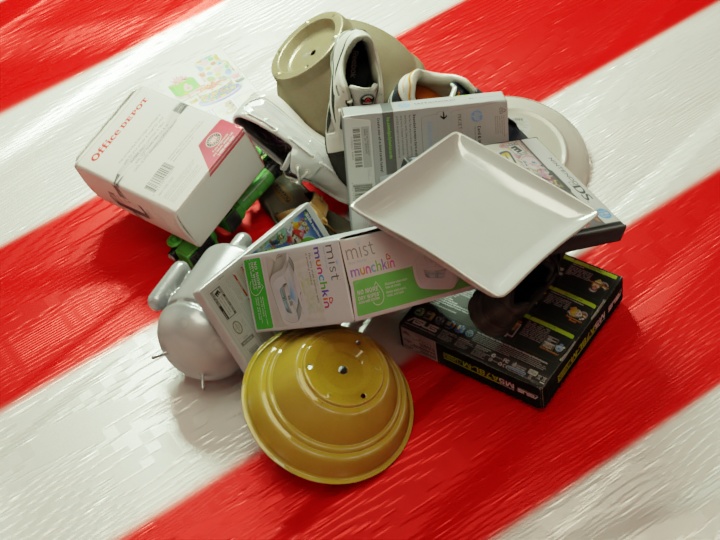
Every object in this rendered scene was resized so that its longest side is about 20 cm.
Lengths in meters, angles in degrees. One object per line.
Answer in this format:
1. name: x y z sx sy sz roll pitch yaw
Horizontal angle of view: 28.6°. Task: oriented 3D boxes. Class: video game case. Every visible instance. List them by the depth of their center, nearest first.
1. video game case: 0.173 -0.082 1.607 0.199 0.026 0.181 -11 45 -32
2. video game case: -0.089 0.030 1.653 0.018 0.144 0.200 -17 19 51

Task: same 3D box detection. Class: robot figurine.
1. robot figurine: -0.166 0.049 1.674 0.169 0.113 0.200 23 55 14

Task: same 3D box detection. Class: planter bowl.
1. planter bowl: -0.027 0.127 1.558 0.199 0.084 0.201 8 56 -12
2. planter bowl: -0.032 -0.251 1.851 0.200 0.135 0.201 -28 37 24

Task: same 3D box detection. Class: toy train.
1. toy train: -0.171 -0.082 1.819 0.056 0.042 0.200 27 67 34

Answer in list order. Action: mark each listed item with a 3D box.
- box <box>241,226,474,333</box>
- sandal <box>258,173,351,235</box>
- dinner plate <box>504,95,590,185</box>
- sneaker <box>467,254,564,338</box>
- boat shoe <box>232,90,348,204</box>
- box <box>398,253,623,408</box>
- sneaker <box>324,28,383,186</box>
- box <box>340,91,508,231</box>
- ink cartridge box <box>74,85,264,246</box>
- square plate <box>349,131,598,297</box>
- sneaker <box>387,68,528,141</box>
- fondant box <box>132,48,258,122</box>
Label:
1. box: 0.000 0.000 1.598 0.199 0.097 0.176 -13 3 -43
2. sandal: -0.071 -0.078 1.810 0.082 0.055 0.200 -29 50 -16
3. dinner plate: 0.201 -0.153 1.822 0.199 0.024 0.201 3 56 -5
4. sneaker: 0.201 -0.011 1.612 0.076 0.091 0.200 36 59 -10
5. boat shoe: -0.078 -0.146 1.795 0.200 0.072 0.069 45 53 0
6. box: 0.178 0.047 1.666 0.199 0.048 0.193 23 54 27
7. sneaker: -0.005 -0.196 1.733 0.074 0.201 0.089 -6 6 -9
8. box: 0.081 -0.130 1.716 0.199 0.157 0.041 -6 26 -2
9. ink cartridge box: -0.246 -0.136 1.805 0.200 0.085 0.146 26 70 33
10. square plate: 0.123 -0.059 1.517 0.200 0.029 0.198 32 46 24
11. sneaker: 0.132 -0.184 1.757 0.199 0.079 0.079 24 65 -5
12. fondant box: -0.206 -0.207 1.945 0.144 0.058 0.200 -28 51 -14
